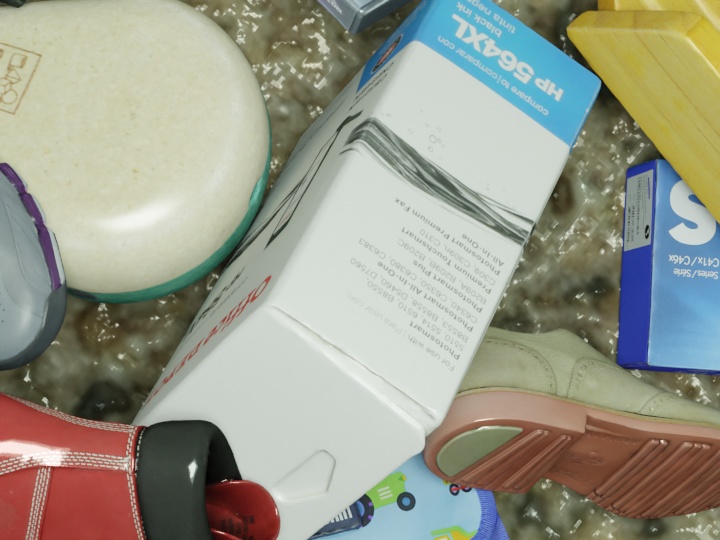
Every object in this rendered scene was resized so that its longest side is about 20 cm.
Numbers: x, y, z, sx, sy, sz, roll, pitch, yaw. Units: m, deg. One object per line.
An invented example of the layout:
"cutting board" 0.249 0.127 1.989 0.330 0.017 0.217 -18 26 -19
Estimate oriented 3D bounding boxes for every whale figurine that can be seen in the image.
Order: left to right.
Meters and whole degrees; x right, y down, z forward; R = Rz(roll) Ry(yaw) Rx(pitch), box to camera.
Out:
"whale figurine" -0.134 -0.058 1.103 0.200 0.104 0.159 17 73 12

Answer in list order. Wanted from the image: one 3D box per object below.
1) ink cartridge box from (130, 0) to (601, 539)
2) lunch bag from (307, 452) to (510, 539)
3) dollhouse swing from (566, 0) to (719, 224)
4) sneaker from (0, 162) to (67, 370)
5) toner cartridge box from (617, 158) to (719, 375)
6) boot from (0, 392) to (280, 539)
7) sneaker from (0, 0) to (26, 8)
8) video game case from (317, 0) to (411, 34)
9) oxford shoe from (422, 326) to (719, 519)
"ink cartridge box" 0.000 0.000 1.054 0.084 0.146 0.200 36 49 -9
"lunch bag" -0.012 0.133 1.125 0.150 0.094 0.200 -17 77 -15
"dollhouse swing" 0.236 -0.125 1.115 0.182 0.176 0.200 50 61 -7
"sneaker" -0.193 -0.044 1.016 0.074 0.088 0.200 -41 71 13
"toner cartridge box" 0.221 0.005 1.198 0.200 0.043 0.095 4 86 -13
"boot" -0.105 0.120 1.034 0.144 0.200 0.072 6 54 1
"sneaker" -0.116 -0.201 1.039 0.086 0.080 0.200 14 101 9
"video game case" -0.021 -0.199 1.105 0.143 0.019 0.200 -35 73 -34
"oxford shoe" 0.109 0.059 1.145 0.200 0.071 0.074 15 47 -36
